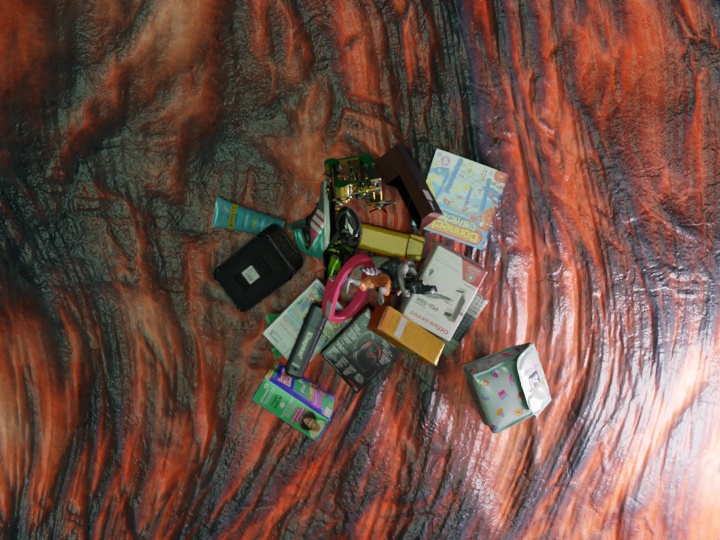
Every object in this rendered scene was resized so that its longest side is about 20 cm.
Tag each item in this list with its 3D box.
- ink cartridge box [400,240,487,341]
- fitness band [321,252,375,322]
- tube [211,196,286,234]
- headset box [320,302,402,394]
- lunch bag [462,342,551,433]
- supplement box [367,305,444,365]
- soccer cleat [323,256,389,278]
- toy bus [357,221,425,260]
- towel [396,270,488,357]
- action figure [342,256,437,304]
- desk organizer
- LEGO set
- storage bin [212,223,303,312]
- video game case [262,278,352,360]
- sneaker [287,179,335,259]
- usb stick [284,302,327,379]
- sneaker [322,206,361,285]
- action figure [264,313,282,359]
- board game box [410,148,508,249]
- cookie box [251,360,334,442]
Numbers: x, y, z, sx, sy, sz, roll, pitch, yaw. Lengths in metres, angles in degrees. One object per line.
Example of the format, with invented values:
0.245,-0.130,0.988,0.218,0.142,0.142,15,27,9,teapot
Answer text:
0.207,0.052,1.384,0.144,0.083,0.204,26,101,-2,ink cartridge box
-0.030,0.047,1.351,0.037,0.142,0.204,38,131,28,fitness band
-0.292,-0.130,1.436,0.195,0.050,0.080,15,93,5,tube
0.014,0.197,1.449,0.200,0.075,0.149,-44,95,7,headset box
0.390,0.298,1.426,0.195,0.122,0.174,-21,95,-3,lunch bag
0.116,0.165,1.379,0.198,0.066,0.070,32,72,-21,supplement box
0.000,0.000,1.421,0.194,0.078,0.071,2,98,2,soccer cleat
0.066,-0.076,1.402,0.195,0.078,0.067,14,99,7,toy bus
0.208,0.101,1.454,0.198,0.035,0.195,33,101,-4,towel
0.081,0.015,1.299,0.196,0.192,0.108,-1,107,41,action figure
0.118,-0.204,1.351,0.076,0.071,0.204,-33,74,26,desk organizer
-0.013,-0.194,1.340,0.150,0.201,0.118,-16,126,-14,LEGO set
-0.260,-0.006,1.398,0.198,0.094,0.136,-34,100,20,storage bin
-0.137,0.143,1.429,0.200,0.018,0.144,-44,101,-1,video game case
-0.127,-0.131,1.410,0.117,0.084,0.206,1,85,8,sneaker
-0.137,0.181,1.407,0.054,0.033,0.204,23,93,-12,usb stick
-0.047,-0.054,1.340,0.069,0.083,0.205,15,92,12,sneaker
-0.147,0.153,1.462,0.194,0.055,0.122,-13,96,-3,action figure
0.249,-0.181,1.395,0.195,0.056,0.201,18,98,0,board game box
-0.171,0.334,1.430,0.197,0.171,0.076,32,96,-2,cookie box
